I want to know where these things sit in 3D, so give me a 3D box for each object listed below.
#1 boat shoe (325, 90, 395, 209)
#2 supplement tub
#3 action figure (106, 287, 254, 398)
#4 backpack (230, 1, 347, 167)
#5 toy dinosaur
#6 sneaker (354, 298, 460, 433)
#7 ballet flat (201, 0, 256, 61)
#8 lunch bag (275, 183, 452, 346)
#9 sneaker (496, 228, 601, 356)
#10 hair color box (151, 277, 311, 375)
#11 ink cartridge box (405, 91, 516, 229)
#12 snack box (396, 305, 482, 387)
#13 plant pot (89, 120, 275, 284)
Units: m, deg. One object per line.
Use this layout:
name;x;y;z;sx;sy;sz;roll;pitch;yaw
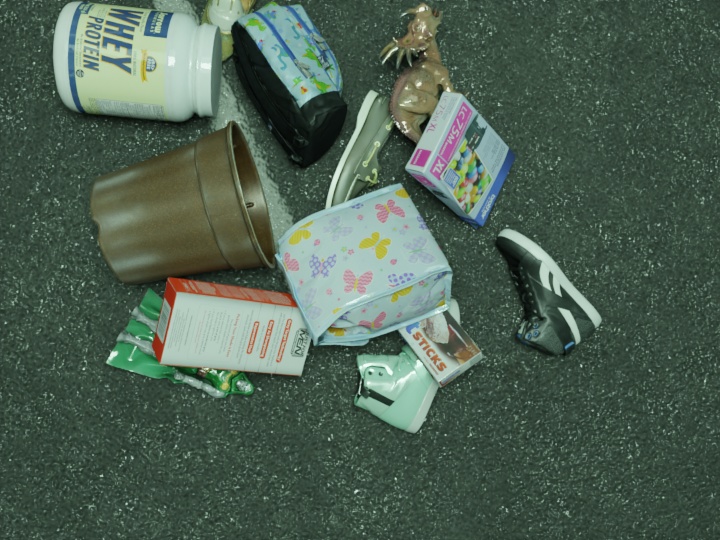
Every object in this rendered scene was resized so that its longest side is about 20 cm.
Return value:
boat shoe;0.005;-0.159;1.054;0.060;0.072;0.202;21;81;1
supplement tub;-0.295;-0.279;0.995;0.199;0.145;0.146;4;86;-5
action figure;-0.237;0.122;1.026;0.199;0.055;0.119;28;82;-7
backpack;-0.100;-0.270;1.019;0.200;0.163;0.154;44;75;5
toy dinosaur;0.075;-0.254;1.021;0.135;0.086;0.201;27;71;-36
sneaker;0.062;0.119;1.040;0.118;0.074;0.201;23;87;-10
ballet flat;-0.179;-0.401;1.054;0.070;0.071;0.201;25;85;-4
lunch bag;0.000;0.000;0.994;0.199;0.127;0.170;-20;56;-12
sneaker;0.248;0.043;1.065;0.200;0.073;0.112;45;82;-3
hair color box;-0.165;0.077;0.981;0.199;0.061;0.102;10;103;-29
ink cartridge box;0.151;-0.144;1.023;0.042;0.200;0.120;22;82;41
snack box;0.082;0.065;1.022;0.072;0.024;0.200;-34;57;-6
plant pot;-0.234;-0.077;0.974;0.197;0.200;0.201;-14;88;1
